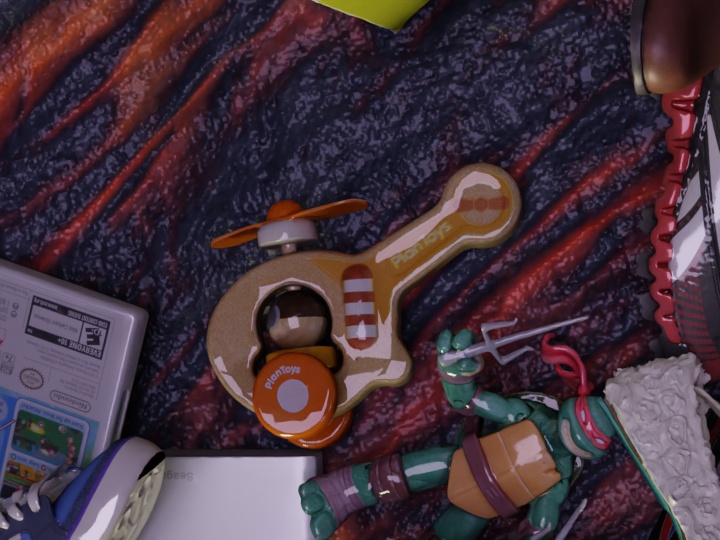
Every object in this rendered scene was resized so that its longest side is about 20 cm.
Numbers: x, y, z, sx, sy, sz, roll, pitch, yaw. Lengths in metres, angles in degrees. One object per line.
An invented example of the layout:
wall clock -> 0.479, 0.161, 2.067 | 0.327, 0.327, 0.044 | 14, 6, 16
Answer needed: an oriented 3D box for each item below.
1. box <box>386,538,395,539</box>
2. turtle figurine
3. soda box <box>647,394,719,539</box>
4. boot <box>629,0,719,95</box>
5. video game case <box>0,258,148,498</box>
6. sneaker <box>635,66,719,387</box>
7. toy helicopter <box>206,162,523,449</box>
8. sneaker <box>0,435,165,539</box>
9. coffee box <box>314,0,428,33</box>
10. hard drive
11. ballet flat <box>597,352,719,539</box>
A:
box -> 0.095, 0.229, 0.975 | 0.198, 0.041, 0.157 | 14, 134, 5
turtle figurine -> 0.071, 0.112, 0.996 | 0.199, 0.100, 0.151 | -32, 75, 24
soda box -> 0.209, 0.111, 0.976 | 0.063, 0.071, 0.201 | 25, 98, -1
boot -> 0.246, -0.128, 0.885 | 0.199, 0.188, 0.069 | 14, 124, 33
video game case -> -0.233, 0.081, 1.086 | 0.198, 0.024, 0.184 | 18, 101, 17
sneaker -> 0.201, -0.036, 0.964 | 0.097, 0.071, 0.203 | 6, 94, 31
toy helicopter -> 0.000, 0.000, 1.030 | 0.199, 0.079, 0.133 | -35, 77, 2
sneaker -> -0.211, 0.143, 1.027 | 0.146, 0.081, 0.201 | 35, 111, 8
coffee box -> 0.004, -0.264, 0.937 | 0.200, 0.200, 0.198 | -44, 84, 11
hard drive -> -0.083, 0.206, 1.073 | 0.130, 0.026, 0.202 | -1, 94, 13
ballet flat -> 0.182, 0.127, 0.900 | 0.071, 0.072, 0.201 | -29, 67, 13
